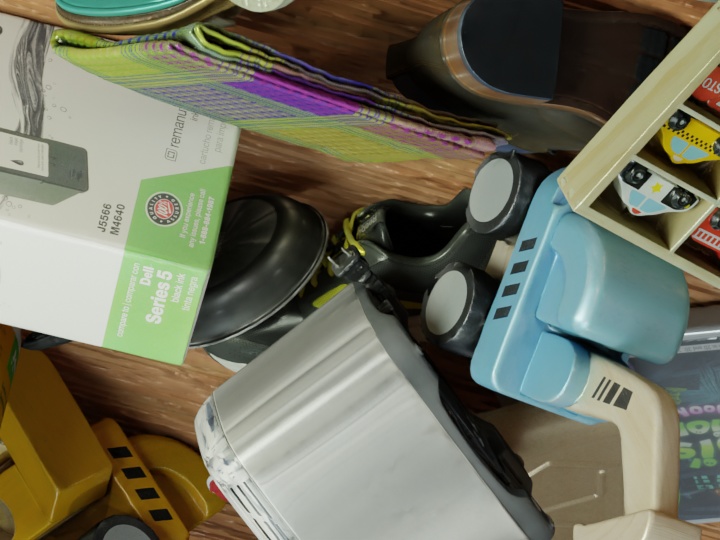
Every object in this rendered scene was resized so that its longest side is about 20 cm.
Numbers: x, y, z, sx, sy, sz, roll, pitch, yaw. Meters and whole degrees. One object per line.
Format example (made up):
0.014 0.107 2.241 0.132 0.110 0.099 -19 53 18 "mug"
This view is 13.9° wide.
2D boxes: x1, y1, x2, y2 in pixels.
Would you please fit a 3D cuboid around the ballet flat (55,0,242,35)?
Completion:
-0.059 -0.149 1.452 0.200 0.069 0.063 -17 142 29 "ballet flat"

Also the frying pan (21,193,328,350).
-0.099 -0.003 1.616 0.190 0.115 0.031 1 135 42 "frying pan"

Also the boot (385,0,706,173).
0.110 -0.093 1.504 0.200 0.075 0.097 20 166 -28 "boot"

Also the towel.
-0.040 -0.087 1.459 0.200 0.023 0.144 17 173 -31 "towel"

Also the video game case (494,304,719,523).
0.188 0.088 1.719 0.200 0.023 0.182 -7 138 19 "video game case"

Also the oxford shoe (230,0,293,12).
-0.090 -0.207 1.375 0.200 0.058 0.075 46 139 -3 "oxford shoe"

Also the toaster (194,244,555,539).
0.001 0.099 1.561 0.129 0.114 0.200 -35 113 4 "toaster"

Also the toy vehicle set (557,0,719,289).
0.210 -0.046 1.484 0.200 0.027 0.124 25 115 -37 "toy vehicle set"

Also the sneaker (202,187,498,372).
0.000 0.000 1.623 0.200 0.075 0.085 -13 130 12 "sneaker"

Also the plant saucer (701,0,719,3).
0.182 -0.184 1.375 0.200 0.050 0.200 5 140 4 "plant saucer"

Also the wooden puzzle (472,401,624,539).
0.067 0.140 1.714 0.185 0.046 0.200 -15 142 -5 "wooden puzzle"

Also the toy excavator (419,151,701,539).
0.120 0.046 1.496 0.100 0.195 0.200 21 179 -31 "toy excavator"

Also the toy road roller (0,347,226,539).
-0.175 0.133 1.792 0.123 0.146 0.200 -36 86 41 "toy road roller"

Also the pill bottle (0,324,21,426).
-0.250 0.061 1.633 0.111 0.200 0.111 5 141 5 "pill bottle"

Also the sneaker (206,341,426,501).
-0.030 0.085 1.720 0.112 0.071 0.200 11 143 -8 "sneaker"

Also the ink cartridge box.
-0.170 -0.050 1.527 0.200 0.146 0.084 14 138 -5 "ink cartridge box"
